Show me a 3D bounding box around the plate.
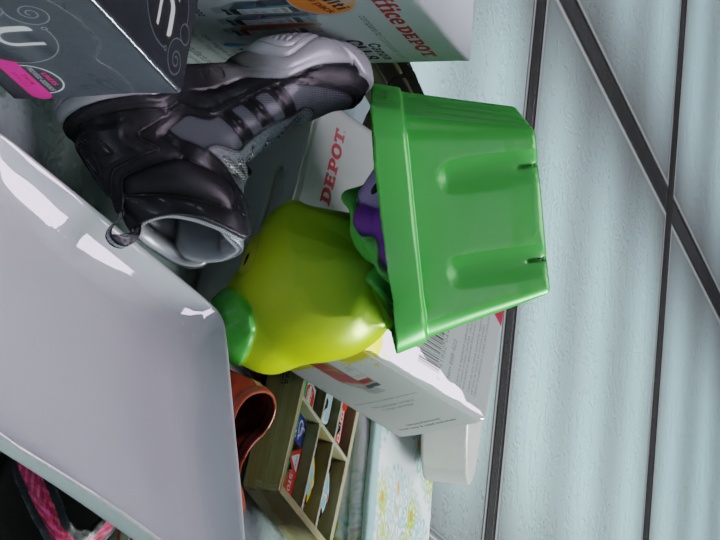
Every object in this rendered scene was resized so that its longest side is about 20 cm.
[{"bbox_3d":[-0.134,0.052,1.055,0.199,0.032,0.201,41,29,-40],"label":"plate"}]

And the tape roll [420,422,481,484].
[{"bbox_3d":[0.074,0.060,1.566,0.203,0.037,0.205,4,90,-84],"label":"tape roll"}]

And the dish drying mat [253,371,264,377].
[{"bbox_3d":[-0.036,0.012,1.469,0.200,0.018,0.077,-39,128,-66],"label":"dish drying mat"}]

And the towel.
[{"bbox_3d":[0.011,0.168,1.560,0.171,0.048,0.202,43,50,-67],"label":"towel"}]

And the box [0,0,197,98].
[{"bbox_3d":[-0.143,-0.202,1.048,0.122,0.105,0.202,47,47,-59],"label":"box"}]

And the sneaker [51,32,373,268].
[{"bbox_3d":[-0.070,-0.064,1.153,0.199,0.075,0.115,-10,78,-34],"label":"sneaker"}]

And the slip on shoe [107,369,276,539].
[{"bbox_3d":[-0.096,0.127,1.141,0.201,0.061,0.074,-68,164,-46],"label":"slip on shoe"}]

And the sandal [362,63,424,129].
[{"bbox_3d":[0.027,-0.096,1.524,0.080,0.057,0.202,15,45,-57],"label":"sandal"}]

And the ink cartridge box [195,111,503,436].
[{"bbox_3d":[0.000,0.000,1.356,0.199,0.083,0.146,33,58,-35],"label":"ink cartridge box"}]

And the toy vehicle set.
[{"bbox_3d":[-0.030,0.079,1.429,0.124,0.026,0.201,59,39,-60],"label":"toy vehicle set"}]

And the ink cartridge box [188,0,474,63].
[{"bbox_3d":[-0.040,-0.207,1.195,0.145,0.198,0.146,34,58,-66],"label":"ink cartridge box"}]

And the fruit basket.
[{"bbox_3d":[0.003,-0.023,1.196,0.215,0.214,0.157,-28,114,-67],"label":"fruit basket"}]

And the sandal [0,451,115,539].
[{"bbox_3d":[-0.151,0.103,1.061,0.075,0.045,0.202,22,56,-35],"label":"sandal"}]
